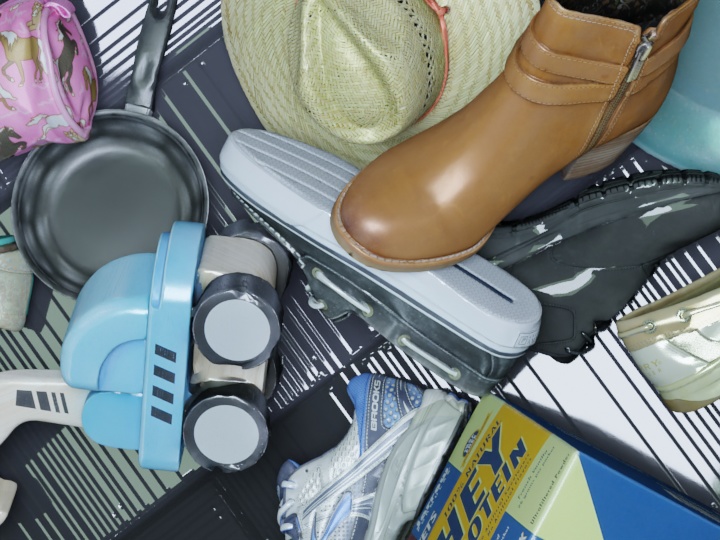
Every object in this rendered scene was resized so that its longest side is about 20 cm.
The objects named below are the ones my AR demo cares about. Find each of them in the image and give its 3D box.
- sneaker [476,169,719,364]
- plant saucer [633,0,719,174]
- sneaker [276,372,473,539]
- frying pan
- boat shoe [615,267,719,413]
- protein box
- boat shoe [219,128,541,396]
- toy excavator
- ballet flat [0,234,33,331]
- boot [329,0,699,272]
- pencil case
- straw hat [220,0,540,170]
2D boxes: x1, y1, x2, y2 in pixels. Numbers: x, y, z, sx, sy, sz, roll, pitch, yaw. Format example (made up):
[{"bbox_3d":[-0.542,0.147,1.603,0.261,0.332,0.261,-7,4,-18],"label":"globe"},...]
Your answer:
[{"bbox_3d":[0.124,0.001,1.259,0.199,0.076,0.091,-19,92,15],"label":"sneaker"},{"bbox_3d":[0.215,-0.130,1.215,0.198,0.201,0.036,9,47,7],"label":"plant saucer"},{"bbox_3d":[-0.013,0.149,1.270,0.085,0.077,0.201,26,83,17],"label":"sneaker"},{"bbox_3d":[-0.148,-0.072,1.307,0.114,0.031,0.192,-9,76,1],"label":"frying pan"},{"bbox_3d":[0.232,-0.006,1.231,0.200,0.073,0.063,-37,99,1],"label":"boat shoe"},{"bbox_3d":[0.137,0.177,1.156,0.198,0.200,0.136,28,90,-10],"label":"protein box"},{"bbox_3d":[0.000,0.000,1.218,0.199,0.072,0.071,35,118,11],"label":"boat shoe"},{"bbox_3d":[-0.144,0.061,1.255,0.198,0.100,0.196,8,115,0],"label":"toy excavator"},{"bbox_3d":[-0.287,0.014,1.305,0.198,0.067,0.063,-1,97,7],"label":"ballet flat"},{"bbox_3d":[0.083,-0.081,1.150,0.199,0.156,0.077,-19,67,-22],"label":"boot"},{"bbox_3d":[-0.246,-0.099,1.285,0.198,0.087,0.083,-10,53,13],"label":"pencil case"},{"bbox_3d":[0.002,-0.117,1.226,0.199,0.085,0.203,6,113,15],"label":"straw hat"}]
